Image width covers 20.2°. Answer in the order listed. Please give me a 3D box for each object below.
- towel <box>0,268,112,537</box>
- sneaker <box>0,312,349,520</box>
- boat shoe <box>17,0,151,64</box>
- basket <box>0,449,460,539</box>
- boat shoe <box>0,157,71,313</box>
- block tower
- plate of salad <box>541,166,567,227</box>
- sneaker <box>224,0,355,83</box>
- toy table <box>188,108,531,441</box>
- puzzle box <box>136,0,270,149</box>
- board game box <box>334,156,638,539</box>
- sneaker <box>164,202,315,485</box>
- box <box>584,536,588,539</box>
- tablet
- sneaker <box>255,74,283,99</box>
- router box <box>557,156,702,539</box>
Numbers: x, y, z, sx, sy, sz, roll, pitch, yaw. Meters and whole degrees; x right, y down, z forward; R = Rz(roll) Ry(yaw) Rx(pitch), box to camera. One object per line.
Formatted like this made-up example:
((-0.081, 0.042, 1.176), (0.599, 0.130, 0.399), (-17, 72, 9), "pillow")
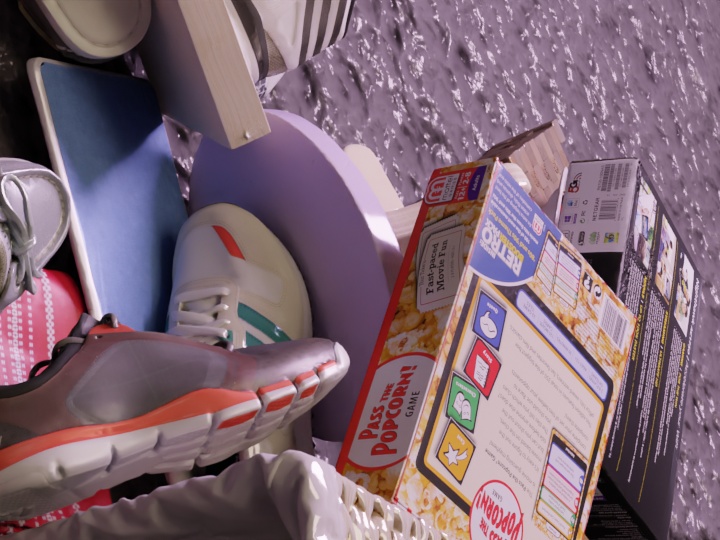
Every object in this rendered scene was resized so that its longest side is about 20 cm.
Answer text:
((-0.192, 0.054, 0.931), (0.199, 0.022, 0.146), (15, 60, -54), "towel")
((-0.097, 0.049, 0.935), (0.199, 0.077, 0.082), (-14, 70, -31), "sneaker")
((-0.178, -0.200, 1.061), (0.072, 0.060, 0.203), (-29, 96, -20), "boat shoe")
((-0.052, 0.208, 0.893), (0.161, 0.199, 0.200), (27, 52, -51), "basket")
((-0.184, 0.002, 0.878), (0.202, 0.064, 0.075), (-31, 116, -56), "boat shoe")
((0.091, -0.047, 1.403), (0.200, 0.054, 0.058), (-39, 107, -57), "block tower")
((0.139, 0.031, 1.362), (0.200, 0.048, 0.202), (6, 90, -81), "plate of salad")
((-0.064, -0.208, 1.119), (0.115, 0.076, 0.202), (-25, 103, -17), "sneaker")
((0.000, 0.000, 1.128), (0.117, 0.183, 0.201), (1, 63, -46), "toy table")
((-0.110, -0.169, 1.066), (0.133, 0.025, 0.201), (32, -36, 65), "puzzle box")
((0.068, 0.069, 1.033), (0.152, 0.046, 0.201), (45, 51, -36), "board game box")
((-0.071, 0.049, 1.029), (0.093, 0.070, 0.201), (36, 44, -60), "sneaker")
((0.126, 0.145, 1.299), (0.200, 0.021, 0.165), (15, 88, -61), "box")
((-0.120, -0.012, 1.073), (0.130, 0.014, 0.202), (2, 71, -67), "tablet")
((-0.100, -0.190, 1.171), (0.201, 0.076, 0.081), (57, 43, -18), "sneaker")
((0.160, 0.054, 1.257), (0.149, 0.051, 0.201), (52, 44, -49), "router box")
